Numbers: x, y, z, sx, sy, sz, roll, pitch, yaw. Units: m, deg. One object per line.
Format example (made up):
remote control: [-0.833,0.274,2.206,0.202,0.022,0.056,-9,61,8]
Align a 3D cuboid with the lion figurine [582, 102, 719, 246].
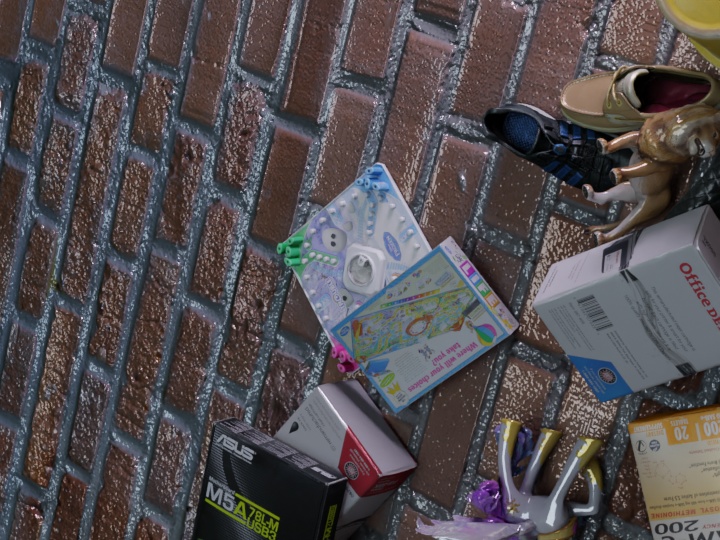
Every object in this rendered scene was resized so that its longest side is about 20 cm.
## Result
lion figurine: [0.305,-0.101,1.536,0.200,0.122,0.073,102,149,-63]

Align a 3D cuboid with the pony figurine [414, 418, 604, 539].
pony figurine: [0.182,0.275,1.666,0.193,0.167,0.200,10,85,29]

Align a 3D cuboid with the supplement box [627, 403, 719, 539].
supplement box: [0.372,0.244,1.547,0.126,0.073,0.200,-16,84,38]

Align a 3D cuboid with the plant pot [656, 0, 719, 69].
plant pot: [0.383,-0.285,1.422,0.201,0.189,0.201,3,95,37]

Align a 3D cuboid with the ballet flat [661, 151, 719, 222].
ballet flat: [0.375,-0.090,1.532,0.200,0.066,0.057,-52,44,23]

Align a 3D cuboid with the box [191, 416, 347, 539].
box: [-0.120,0.311,1.845,0.200,0.047,0.193,24,112,34]

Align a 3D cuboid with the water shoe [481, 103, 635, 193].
water shoe: [0.222,-0.130,1.627,0.200,0.079,0.072,25,109,33]

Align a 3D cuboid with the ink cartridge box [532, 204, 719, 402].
ink cartridge box: [0.308,0.037,1.537,0.200,0.084,0.145,-23,112,36]

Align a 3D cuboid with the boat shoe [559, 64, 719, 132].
boat shoe: [0.299,-0.190,1.560,0.200,0.066,0.074,3,72,33]

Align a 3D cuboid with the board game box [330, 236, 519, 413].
board game box: [0.075,0.068,1.761,0.200,0.034,0.135,-38,90,33]

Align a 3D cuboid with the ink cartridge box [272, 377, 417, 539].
ink cartridge box: [-0.046,0.258,1.864,0.147,0.083,0.200,53,122,22]

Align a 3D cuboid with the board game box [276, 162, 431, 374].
board game box: [0.000,0.000,1.843,0.200,0.026,0.200,-39,72,33]
